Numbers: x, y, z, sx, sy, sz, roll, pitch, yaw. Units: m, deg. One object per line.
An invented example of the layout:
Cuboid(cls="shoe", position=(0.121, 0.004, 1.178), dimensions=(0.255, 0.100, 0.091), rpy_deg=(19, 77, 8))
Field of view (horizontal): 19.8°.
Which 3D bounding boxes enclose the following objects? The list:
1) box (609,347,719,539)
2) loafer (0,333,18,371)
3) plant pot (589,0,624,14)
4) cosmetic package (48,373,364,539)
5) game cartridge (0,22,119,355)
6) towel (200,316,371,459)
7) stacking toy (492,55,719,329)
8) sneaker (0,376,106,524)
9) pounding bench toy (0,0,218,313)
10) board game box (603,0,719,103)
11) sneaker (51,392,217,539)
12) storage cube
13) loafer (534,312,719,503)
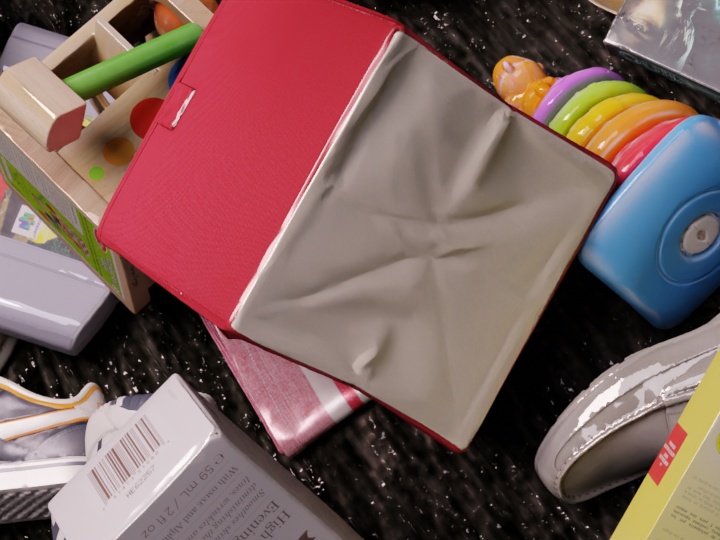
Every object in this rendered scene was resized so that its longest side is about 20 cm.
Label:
Cuboid(cls="box", position=(0.192, 0.104, 1.049), dimensions=(0.075, 0.050, 0.201), rpy_deg=(26, 99, -11))
Cuboid(cls="loafer", position=(-0.278, 0.060, 1.311), dimensions=(0.075, 0.070, 0.201), rpy_deg=(16, 77, 29))
Cuboid(cls="plant pot", position=(0.205, -0.233, 1.238), dimensions=(0.199, 0.027, 0.201), rpy_deg=(-9, 66, 22))
Cuboid(cls="cosmetic package", position=(-0.060, 0.156, 1.092), dimensions=(0.102, 0.200, 0.074), rpy_deg=(-46, 35, 1))
Cuboid(cls="game cartridge", position=(-0.191, -0.053, 1.309), dimensions=(0.132, 0.041, 0.201), rpy_deg=(18, 71, 2))
Cuboid(cls="towel", position=(0.000, 0.000, 1.239), dimensions=(0.200, 0.023, 0.144), rpy_deg=(-37, 60, 6))
Cuboid(cls="stacking toy", position=(0.137, -0.071, 1.173), dimensions=(0.110, 0.116, 0.200), rpy_deg=(-48, 45, 6))
Cuboid(cls="sneaker", position=(-0.245, 0.114, 1.262), dimensions=(0.199, 0.079, 0.080), rpy_deg=(-5, 63, -1))
Cuboid(cls="pounding bench toy", position=(-0.125, -0.099, 1.203), dimensions=(0.156, 0.200, 0.124), rpy_deg=(-43, 76, -14))
Cuboid(cls="board game box", position=(0.254, -0.144, 1.154), dimensions=(0.199, 0.028, 0.136), rpy_deg=(27, 86, 20))
Cuboid(cls="sneaker", position=(-0.121, 0.158, 1.146), dimensions=(0.199, 0.079, 0.130), rpy_deg=(-46, 48, 49))
Cuboid(cls="storage cube", position=(-0.004, -0.037, 1.101), dimensions=(0.201, 0.171, 0.180), rpy_deg=(-60, 33, 0))
Cuboid(cls="loafer", position=(0.186, 0.070, 1.098), dimensions=(0.200, 0.070, 0.070), rpy_deg=(-34, 51, 8))
